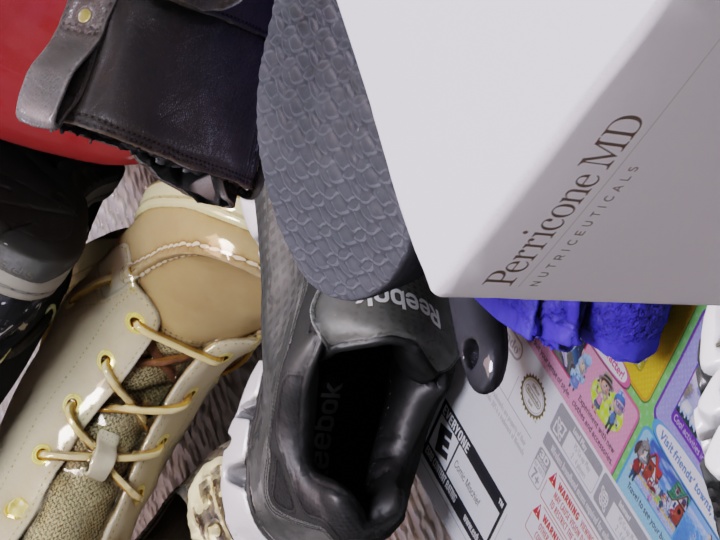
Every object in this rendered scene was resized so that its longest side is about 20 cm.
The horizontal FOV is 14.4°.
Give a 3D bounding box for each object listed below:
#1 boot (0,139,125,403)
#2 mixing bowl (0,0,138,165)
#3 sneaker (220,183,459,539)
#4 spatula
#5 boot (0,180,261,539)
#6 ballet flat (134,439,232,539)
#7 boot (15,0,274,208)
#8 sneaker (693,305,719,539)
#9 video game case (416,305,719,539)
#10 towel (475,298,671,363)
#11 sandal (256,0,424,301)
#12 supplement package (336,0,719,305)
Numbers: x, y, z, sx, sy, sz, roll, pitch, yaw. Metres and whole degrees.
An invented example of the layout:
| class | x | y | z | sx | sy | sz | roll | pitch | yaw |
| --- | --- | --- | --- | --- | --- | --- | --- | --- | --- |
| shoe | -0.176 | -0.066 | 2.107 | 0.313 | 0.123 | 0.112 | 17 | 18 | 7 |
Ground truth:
| class | x | y | z | sx | sy | sz | roll | pitch | yaw |
| --- | --- | --- | --- | --- | --- | --- | --- | --- | --- |
| boot | -0.158 | 0.015 | 1.069 | 0.154 | 0.073 | 0.204 | -58 | 10 | 15 |
| mixing bowl | -0.074 | -0.112 | 1.005 | 0.200 | 0.108 | 0.200 | -48 | 13 | 14 |
| sneaker | 0.000 | 0.000 | 0.921 | 0.090 | 0.066 | 0.201 | 177 | 97 | -66 |
| spatula | 0.033 | -0.044 | 0.915 | 0.057 | 0.020 | 0.201 | 125 | 152 | -46 |
| boot | -0.086 | 0.054 | 1.029 | 0.200 | 0.073 | 0.156 | -21 | 42 | 62 |
| ballet flat | -0.077 | 0.125 | 1.092 | 0.200 | 0.046 | 0.068 | -48 | 49 | 48 |
| boot | -0.030 | -0.106 | 0.871 | 0.069 | 0.200 | 0.175 | 11 | 92 | 34 |
| sneaker | 0.134 | 0.090 | 0.676 | 0.075 | 0.081 | 0.201 | 56 | -165 | -68 |
| video game case | 0.086 | 0.049 | 0.837 | 0.200 | 0.022 | 0.183 | 60 | 138 | 45 |
| towel | 0.043 | -0.086 | 0.783 | 0.148 | 0.049 | 0.201 | 44 | 140 | 34 |
| sandal | 0.013 | -0.088 | 0.761 | 0.076 | 0.043 | 0.201 | 21 | 111 | 49 |
| supplement package | 0.108 | -0.071 | 0.626 | 0.121 | 0.199 | 0.120 | -54 | 44 | 45 |
